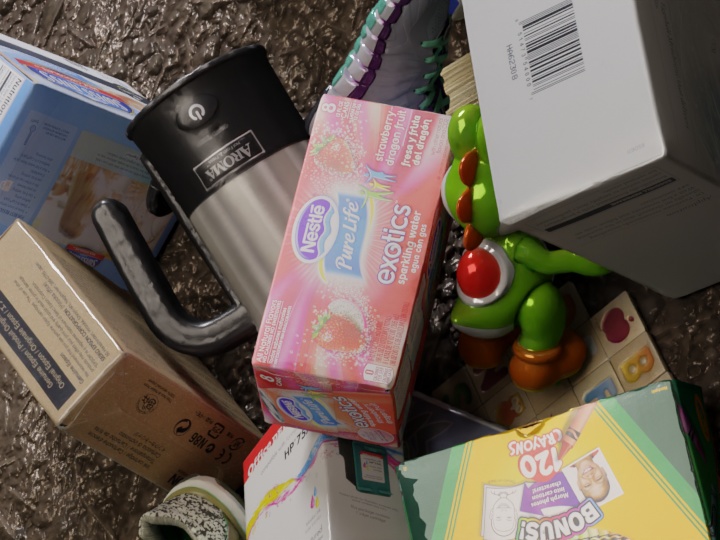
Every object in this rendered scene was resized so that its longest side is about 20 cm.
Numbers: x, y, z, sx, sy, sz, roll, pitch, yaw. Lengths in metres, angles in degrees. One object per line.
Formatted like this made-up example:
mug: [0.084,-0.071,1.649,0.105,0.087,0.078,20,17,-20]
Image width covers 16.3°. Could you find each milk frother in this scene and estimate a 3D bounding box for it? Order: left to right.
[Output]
milk frother: [-0.075,-0.039,1.810,0.180,0.200,0.188,-35,83,23]

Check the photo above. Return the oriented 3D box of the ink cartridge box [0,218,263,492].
ink cartridge box: [-0.175,0.072,1.800,0.075,0.200,0.165,-47,51,4]

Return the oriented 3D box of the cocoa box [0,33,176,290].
cocoa box: [-0.240,-0.087,1.907,0.131,0.200,0.134,37,101,40]

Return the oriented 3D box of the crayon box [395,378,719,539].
crayon box: [0.131,0.154,1.584,0.199,0.058,0.119,-20,75,24]

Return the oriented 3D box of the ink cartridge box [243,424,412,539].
ink cartridge box: [-0.024,0.151,1.682,0.116,0.067,0.200,-53,30,37]

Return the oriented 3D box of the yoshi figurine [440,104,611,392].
yoshi figurine: [0.104,-0.031,1.622,0.112,0.201,0.112,-10,35,0]

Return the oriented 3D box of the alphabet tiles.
alphabet tiles: [0.124,0.110,1.668,0.200,0.006,0.167,-40,54,25]

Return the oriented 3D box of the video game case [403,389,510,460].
video game case: [0.046,0.193,1.693,0.182,0.023,0.201,20,93,43]

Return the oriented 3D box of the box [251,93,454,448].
box: [0.000,0.000,1.629,0.094,0.103,0.201,10,66,8]

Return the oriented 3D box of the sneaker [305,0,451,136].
sneaker: [0.040,-0.140,1.677,0.087,0.074,0.200,36,137,1]

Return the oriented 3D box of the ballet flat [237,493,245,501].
ballet flat: [-0.140,0.233,1.829,0.200,0.074,0.074,-34,57,30]

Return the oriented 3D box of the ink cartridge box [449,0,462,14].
ink cartridge box: [0.020,-0.260,1.740,0.094,0.200,0.044,6,56,42]

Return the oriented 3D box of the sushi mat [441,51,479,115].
sushi mat: [0.097,-0.116,1.754,0.200,0.012,0.096,-29,60,31]

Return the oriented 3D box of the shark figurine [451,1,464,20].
shark figurine: [0.104,-0.119,1.682,0.128,0.089,0.215,-16,79,33]

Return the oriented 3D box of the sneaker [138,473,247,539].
sneaker: [-0.082,0.226,1.707,0.200,0.089,0.077,42,112,18]

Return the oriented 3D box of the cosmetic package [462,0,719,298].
cosmetic package: [0.175,-0.112,1.561,0.123,0.200,0.200,-23,64,31]
